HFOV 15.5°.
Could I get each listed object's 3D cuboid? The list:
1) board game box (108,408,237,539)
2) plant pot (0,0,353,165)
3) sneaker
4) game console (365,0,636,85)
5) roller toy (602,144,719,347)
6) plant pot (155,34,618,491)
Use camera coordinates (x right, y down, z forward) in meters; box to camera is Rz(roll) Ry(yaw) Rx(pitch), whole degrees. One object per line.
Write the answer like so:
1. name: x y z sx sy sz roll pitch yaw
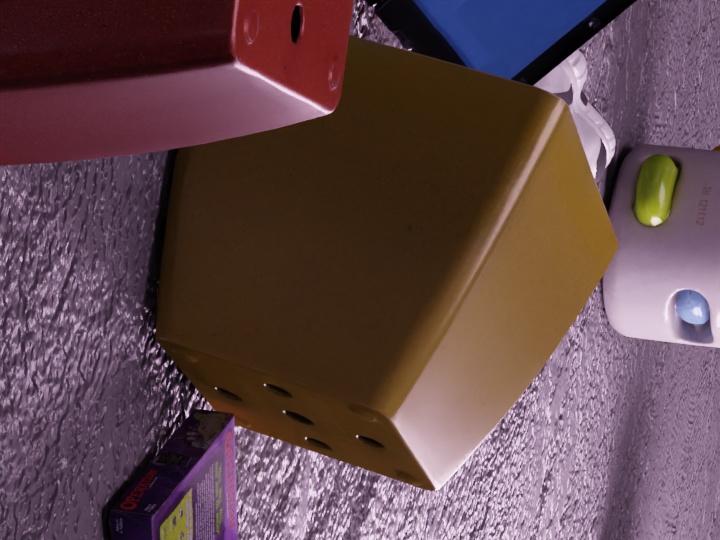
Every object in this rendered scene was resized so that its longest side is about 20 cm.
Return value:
1. board game box: -0.095 0.188 1.395 0.120 0.032 0.200 -45 139 -58
2. plant pot: -0.099 -0.143 1.005 0.200 0.176 0.200 19 77 -73
3. sneaker: 0.140 -0.109 2.025 0.080 0.074 0.200 -63 153 -17
4. game console: 0.098 -0.198 1.557 0.200 0.119 0.172 -40 171 6
5. roller toy: 0.312 -0.023 2.473 0.200 0.140 0.183 -29 124 -71
6. plant pot: 0.000 0.000 1.392 0.177 0.200 0.200 -66 159 -16
